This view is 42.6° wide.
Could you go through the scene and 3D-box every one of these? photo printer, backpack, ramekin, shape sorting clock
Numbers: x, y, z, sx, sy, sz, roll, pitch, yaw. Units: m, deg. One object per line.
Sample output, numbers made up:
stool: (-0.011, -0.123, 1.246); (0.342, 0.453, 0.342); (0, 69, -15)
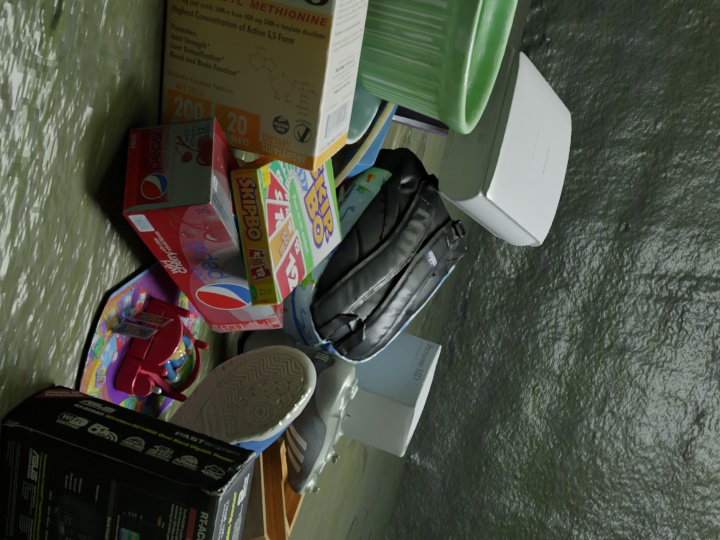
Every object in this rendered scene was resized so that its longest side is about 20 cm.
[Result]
photo printer: (0.163, -0.122, 0.986); (0.199, 0.068, 0.170); (28, 74, -56)
backpack: (0.000, 0.000, 0.946); (0.164, 0.152, 0.202); (53, 52, -37)
ramekin: (0.065, -0.219, 0.731); (0.200, 0.096, 0.204); (16, 90, -78)
shape sorting clock: (-0.011, -0.151, 0.935); (0.201, 0.039, 0.202); (-50, -157, 30)

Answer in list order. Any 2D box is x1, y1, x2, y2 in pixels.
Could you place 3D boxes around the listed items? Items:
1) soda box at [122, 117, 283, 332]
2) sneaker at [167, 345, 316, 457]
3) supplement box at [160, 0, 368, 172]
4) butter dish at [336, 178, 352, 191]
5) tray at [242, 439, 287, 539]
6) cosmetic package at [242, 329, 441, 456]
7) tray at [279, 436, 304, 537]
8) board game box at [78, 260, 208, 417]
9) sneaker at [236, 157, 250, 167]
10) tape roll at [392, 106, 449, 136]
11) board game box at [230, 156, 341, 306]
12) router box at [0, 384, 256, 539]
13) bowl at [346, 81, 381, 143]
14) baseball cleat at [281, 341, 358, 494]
soda box: (-0.109, -0.025, 0.686); (0.201, 0.062, 0.071); (72, 14, -61)
sneaker: (-0.118, 0.146, 0.795); (0.199, 0.077, 0.111); (-42, 164, -9)
supplement box: (-0.062, -0.185, 0.627); (0.074, 0.124, 0.203); (-49, 152, -59)
butter dish: (0.010, -0.039, 1.098); (0.201, 0.145, 0.203); (-62, 163, -47)
tray: (-0.102, 0.211, 0.906); (0.201, 0.036, 0.100); (-104, 179, -53)
cosmetic package: (-0.022, 0.109, 1.014); (0.113, 0.196, 0.082); (-62, 165, -51)
tray: (-0.087, 0.219, 1.144); (0.201, 0.036, 0.100); (-66, 150, -58)
board game box: (-0.154, 0.070, 0.738); (0.200, 0.038, 0.161); (-49, 153, -62)
sneaker: (-0.096, -0.029, 0.814); (0.081, 0.075, 0.201); (-60, 163, -19)
tape roll: (0.080, -0.200, 1.082); (0.200, 0.197, 0.067); (-16, 122, -76)
board game box: (-0.051, -0.049, 0.728); (0.200, 0.029, 0.097); (-56, 140, -71)
router box: (-0.160, 0.193, 0.609); (0.062, 0.147, 0.204); (-44, 149, -67)
bowl: (-0.032, -0.217, 0.772); (0.201, 0.103, 0.205); (16, 90, -78)
baseball cleat: (-0.062, 0.145, 0.944); (0.070, 0.105, 0.202); (-51, 166, -49)
